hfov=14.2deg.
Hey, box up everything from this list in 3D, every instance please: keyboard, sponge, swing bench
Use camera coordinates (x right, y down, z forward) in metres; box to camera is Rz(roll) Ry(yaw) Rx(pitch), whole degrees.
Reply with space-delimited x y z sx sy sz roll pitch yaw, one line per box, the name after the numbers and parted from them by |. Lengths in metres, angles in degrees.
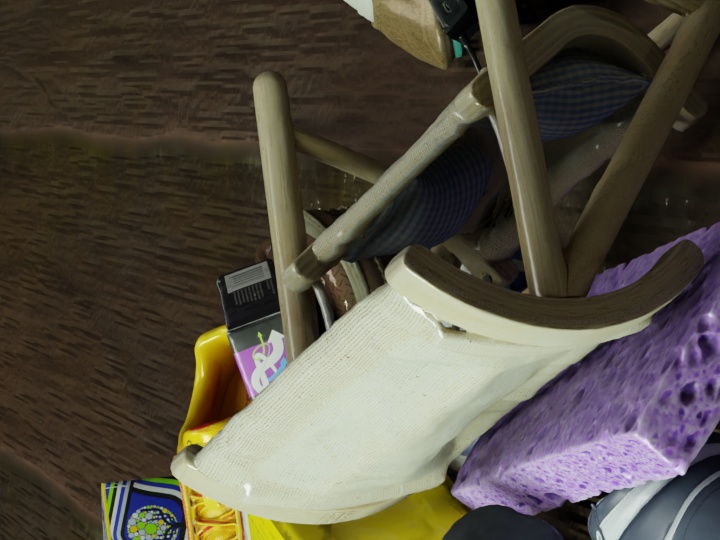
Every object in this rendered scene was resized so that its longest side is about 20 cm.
0.044 -0.119 1.293 0.128 0.021 0.200 62 -174 -1 | keyboard
0.104 0.037 1.097 0.112 0.030 0.200 -54 9 -18 | sponge
0.036 -0.016 1.118 0.199 0.129 0.201 -41 34 53 | swing bench

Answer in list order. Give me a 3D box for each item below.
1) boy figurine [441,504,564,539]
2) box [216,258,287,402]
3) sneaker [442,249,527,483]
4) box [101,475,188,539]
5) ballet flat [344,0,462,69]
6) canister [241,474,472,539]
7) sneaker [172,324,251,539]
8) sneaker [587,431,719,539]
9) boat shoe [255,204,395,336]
0.081 0.188 1.131 0.064 0.124 0.201 26 147 55 | boy figurine
-0.019 0.102 1.403 0.143 0.036 0.201 -117 8 -79 | box
0.055 0.033 1.276 0.200 0.075 0.089 -133 47 -64 | sneaker
-0.101 0.216 1.586 0.070 0.064 0.201 96 166 -56 | box
0.002 -0.183 1.453 0.068 0.072 0.201 90 172 -63 | ballet flat
0.007 0.176 1.244 0.149 0.086 0.201 -130 29 -54 | canister
-0.071 0.122 1.478 0.073 0.077 0.201 -18 55 26 | sneaker
0.118 0.157 1.071 0.109 0.070 0.201 -124 45 -55 | sneaker
-0.002 -0.006 1.447 0.202 0.074 0.075 -162 51 -78 | boat shoe
